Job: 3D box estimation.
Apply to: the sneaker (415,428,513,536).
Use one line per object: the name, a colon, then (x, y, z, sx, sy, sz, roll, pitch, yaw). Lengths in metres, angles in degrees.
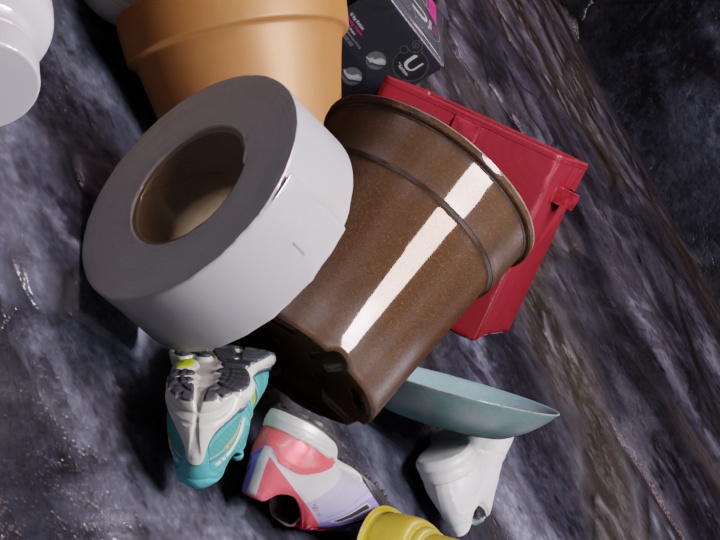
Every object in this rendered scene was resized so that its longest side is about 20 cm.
sneaker: (0.104, 0.193, 1.641, 0.200, 0.075, 0.089, -29, 103, -67)

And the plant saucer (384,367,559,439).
plant saucer: (0.079, 0.120, 1.578, 0.201, 0.201, 0.039, 12, 95, -64)

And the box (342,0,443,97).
box: (-0.028, -0.207, 1.673, 0.106, 0.200, 0.122, 49, 22, -25)

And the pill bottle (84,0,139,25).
pill bottle: (-0.157, -0.289, 1.451, 0.113, 0.200, 0.113, 14, 63, -29)

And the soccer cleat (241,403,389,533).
soccer cleat: (-0.036, 0.172, 1.337, 0.068, 0.073, 0.200, 21, -18, 28)

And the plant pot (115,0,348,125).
plant pot: (-0.098, -0.162, 1.484, 0.200, 0.200, 0.140, 3, 75, -67)

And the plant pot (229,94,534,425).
plant pot: (0.000, 0.000, 1.368, 0.200, 0.200, 0.198, 49, 65, -26)

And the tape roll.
tape roll: (-0.104, -0.042, 1.255, 0.071, 0.202, 0.203, 45, 24, -36)

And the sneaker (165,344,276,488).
sneaker: (-0.108, 0.099, 1.260, 0.200, 0.077, 0.080, -62, 157, -77)

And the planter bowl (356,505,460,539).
planter bowl: (0.071, 0.272, 1.329, 0.200, 0.083, 0.201, -14, 90, -70)

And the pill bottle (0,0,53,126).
pill bottle: (-0.271, -0.197, 1.202, 0.111, 0.111, 0.200, 38, 29, -46)

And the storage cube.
storage cube: (0.082, -0.055, 1.572, 0.200, 0.180, 0.171, 27, 8, 12)
